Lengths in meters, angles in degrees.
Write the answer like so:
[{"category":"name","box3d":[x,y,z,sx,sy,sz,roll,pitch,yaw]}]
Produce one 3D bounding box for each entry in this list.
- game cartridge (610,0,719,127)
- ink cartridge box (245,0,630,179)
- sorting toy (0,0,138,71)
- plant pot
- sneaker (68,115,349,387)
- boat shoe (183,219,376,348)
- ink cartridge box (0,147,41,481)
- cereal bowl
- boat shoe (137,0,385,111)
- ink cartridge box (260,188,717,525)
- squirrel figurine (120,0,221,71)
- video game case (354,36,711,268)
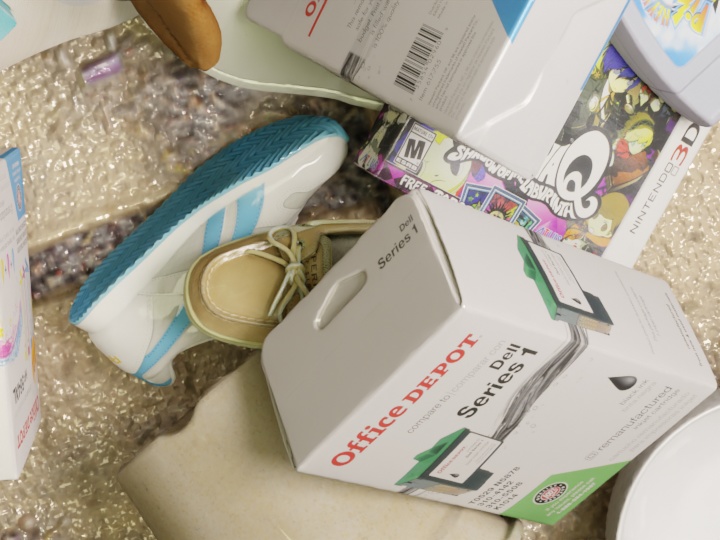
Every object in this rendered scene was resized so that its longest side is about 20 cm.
[{"category":"game cartridge","box3d":[0.188,-0.185,0.841,0.133,0.040,0.200,-40,120,-4]},{"category":"ink cartridge box","box3d":[0.036,-0.143,0.785,0.068,0.200,0.116,22,99,-45]},{"category":"sorting toy","box3d":[-0.206,-0.206,0.851,0.179,0.107,0.201,-10,101,-23]},{"category":"plant pot","box3d":[-0.037,0.146,0.878,0.200,0.200,0.184,-40,89,2]},{"category":"sneaker","box3d":[-0.080,-0.015,0.898,0.200,0.077,0.081,-41,112,7]},{"category":"boat shoe","box3d":[0.001,0.002,0.834,0.199,0.063,0.074,0,71,-10]},{"category":"ink cartridge box","box3d":[-0.258,0.037,0.858,0.124,0.129,0.201,-4,101,-5]},{"category":"cereal bowl","box3d":[0.250,0.164,0.947,0.199,0.083,0.201,-1,99,-5]},{"category":"boat shoe","box3d":[-0.039,-0.146,0.883,0.199,0.062,0.073,16,115,-6]},{"category":"ink cartridge box","box3d":[0.068,0.054,0.802,0.199,0.085,0.146,17,129,-37]},{"category":"squirrel figurine","box3d":[-0.098,-0.244,0.758,0.141,0.200,0.187,26,68,12]},{"category":"video game case","box3d":[0.120,-0.100,0.880,0.199,0.036,0.182,25,97,-31]}]
